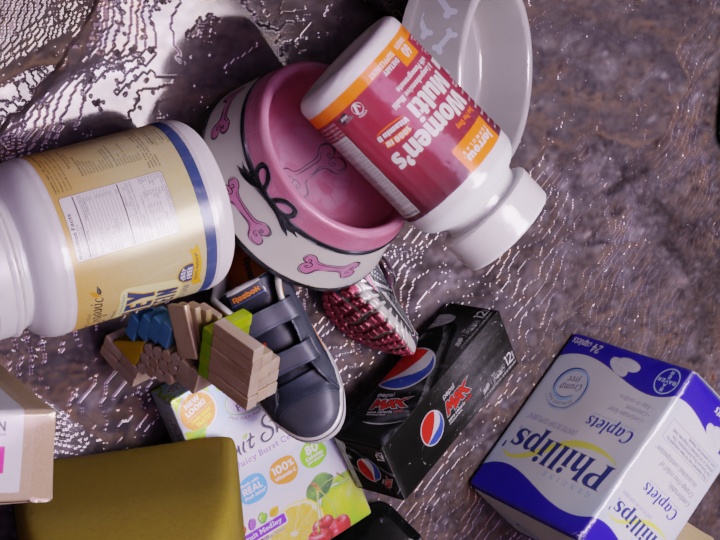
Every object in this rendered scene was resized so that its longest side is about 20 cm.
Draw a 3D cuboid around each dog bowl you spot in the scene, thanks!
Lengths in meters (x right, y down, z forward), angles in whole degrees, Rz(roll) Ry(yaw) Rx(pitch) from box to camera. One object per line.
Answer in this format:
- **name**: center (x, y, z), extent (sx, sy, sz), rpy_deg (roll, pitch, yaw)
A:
- **dog bowl**: center (-0.035, -0.089, 1.234), extent (0.199, 0.074, 0.202), rpy_deg (21, 53, -30)
- **dog bowl**: center (0.100, -0.178, 1.306), extent (0.200, 0.058, 0.202), rpy_deg (-18, 110, -62)

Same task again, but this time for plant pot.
- **plant pot**: center (-0.180, 0.269, 1.168), extent (0.193, 0.200, 0.196), rpy_deg (-7, 103, -8)

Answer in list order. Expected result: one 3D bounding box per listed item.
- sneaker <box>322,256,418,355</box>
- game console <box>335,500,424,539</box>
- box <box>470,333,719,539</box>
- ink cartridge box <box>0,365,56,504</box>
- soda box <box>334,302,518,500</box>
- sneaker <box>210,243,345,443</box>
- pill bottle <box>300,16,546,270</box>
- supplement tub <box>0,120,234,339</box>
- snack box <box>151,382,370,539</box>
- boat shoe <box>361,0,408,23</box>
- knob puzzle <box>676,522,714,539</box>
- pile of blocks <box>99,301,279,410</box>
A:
- **sneaker**: center (0.000, 0.000, 1.325), extent (0.075, 0.080, 0.201), rpy_deg (-51, 123, -28)
- **game console**: center (0.005, 0.359, 1.426), extent (0.176, 0.116, 0.200), rpy_deg (44, 74, 2)
- **box**: center (0.243, 0.186, 1.437), extent (0.105, 0.183, 0.201), rpy_deg (43, 77, -30)
- **ink cartridge box**: center (-0.348, 0.122, 1.093), extent (0.198, 0.164, 0.076), rpy_deg (2, 98, -31)
- **soda box**: center (0.064, 0.119, 1.359), extent (0.200, 0.063, 0.071), rpy_deg (-46, 127, -34)
- **sneaker**: center (-0.078, 0.053, 1.232), extent (0.078, 0.079, 0.201), rpy_deg (-28, 72, 3)
- **pill bottle**: center (0.054, -0.102, 1.187), extent (0.200, 0.109, 0.110), rpy_deg (44, 76, -11)
- **supplement tub**: center (-0.216, -0.031, 1.155), extent (0.198, 0.144, 0.146), rpy_deg (-18, 107, -26)
- **snack box**: center (-0.088, 0.168, 1.318), extent (0.141, 0.053, 0.202), rpy_deg (-29, 111, -24)
- **boat shoe**: center (0.017, -0.271, 1.299), extent (0.064, 0.073, 0.201), rpy_deg (-24, 121, 3)
- **knob puzzle**: center (0.278, 0.335, 1.573), extent (0.218, 0.030, 0.222), rpy_deg (-6, 103, -29)
- **pile of blocks**: center (-0.134, 0.056, 1.194), extent (0.062, 0.199, 0.083), rpy_deg (-25, 112, -44)
